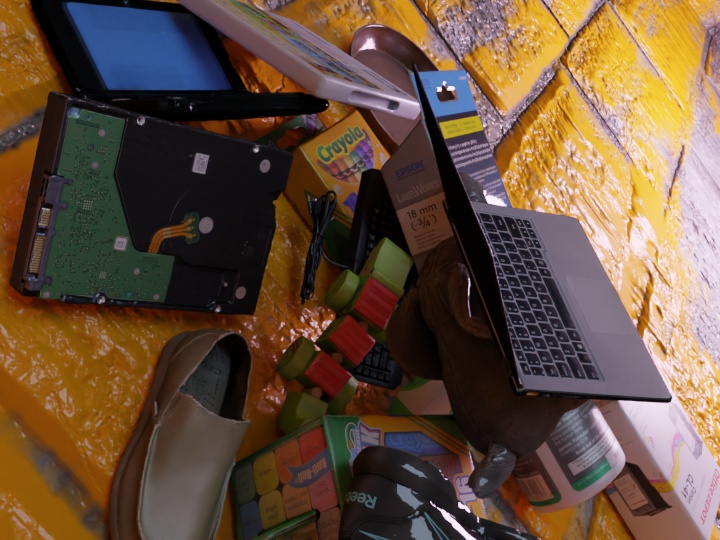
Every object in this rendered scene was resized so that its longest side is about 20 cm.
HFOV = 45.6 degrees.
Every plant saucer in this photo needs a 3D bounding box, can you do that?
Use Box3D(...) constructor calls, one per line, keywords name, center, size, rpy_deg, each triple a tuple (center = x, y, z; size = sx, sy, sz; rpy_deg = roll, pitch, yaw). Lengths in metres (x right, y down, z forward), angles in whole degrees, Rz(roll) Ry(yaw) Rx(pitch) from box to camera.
Box3D(name="plant saucer", center=(0.052, -0.205, 1.044), size=(0.199, 0.034, 0.203), rpy_deg=(27, 48, -33))

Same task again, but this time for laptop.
Box3D(name="laptop", center=(0.123, -0.023, 0.582), size=(0.197, 0.117, 0.189), rpy_deg=(7, 43, -21))

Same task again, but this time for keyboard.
Box3D(name="keyboard", center=(0.000, 0.000, 0.799), size=(0.125, 0.021, 0.203), rpy_deg=(16, 73, -21))

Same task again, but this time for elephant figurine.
Box3D(name="elephant figurine", center=(0.088, 0.038, 0.676), size=(0.201, 0.141, 0.155), rpy_deg=(49, 14, 5))

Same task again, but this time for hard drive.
Box3D(name="hard drive", center=(-0.150, -0.042, 0.644), size=(0.198, 0.038, 0.142), rpy_deg=(6, 102, -46))

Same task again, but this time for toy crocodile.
Box3D(name="toy crocodile", center=(-0.011, 0.058, 0.738), size=(0.067, 0.062, 0.201), rpy_deg=(40, 66, -13))

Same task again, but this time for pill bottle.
Box3D(name="pill bottle", center=(0.177, 0.135, 0.887), size=(0.113, 0.113, 0.202), rpy_deg=(-28, 88, -52))

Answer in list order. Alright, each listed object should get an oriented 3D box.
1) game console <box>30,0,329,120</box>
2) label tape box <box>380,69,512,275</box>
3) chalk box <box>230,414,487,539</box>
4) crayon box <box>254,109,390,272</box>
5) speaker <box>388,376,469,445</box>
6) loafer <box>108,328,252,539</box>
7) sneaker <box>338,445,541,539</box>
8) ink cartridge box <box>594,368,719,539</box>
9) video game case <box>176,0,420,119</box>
Box3D(name="game console", center=(-0.151, -0.189, 0.747), size=(0.199, 0.174, 0.118), rpy_deg=(-16, 105, -50))
Box3D(name="label tape box", center=(0.084, -0.083, 0.817), size=(0.144, 0.063, 0.203), rpy_deg=(-24, 94, -60))
Box3D(name="chalk box", center=(-0.014, 0.183, 0.633), size=(0.198, 0.124, 0.126), rpy_deg=(11, 57, -45))
Box3D(name="crayon box", center=(-0.008, -0.079, 0.877), size=(0.201, 0.051, 0.126), rpy_deg=(54, 38, -6))
Box3D(name="speaker", center=(0.119, 0.084, 0.791), size=(0.088, 0.200, 0.088), rpy_deg=(44, -4, 4))
Box3D(name="loafer", center=(-0.121, 0.121, 0.602), size=(0.076, 0.067, 0.202), rpy_deg=(28, 47, -32))
Box3D(name="sneaker", center=(0.063, 0.197, 0.568), size=(0.199, 0.075, 0.080), rpy_deg=(36, 57, -18))
Box3D(name="ink cartridge box", center=(0.349, 0.218, 1.044), size=(0.201, 0.085, 0.147), rpy_deg=(56, 38, -1))
Box3D(name="video game case", center=(-0.057, -0.212, 0.840), size=(0.199, 0.023, 0.181), rpy_deg=(39, 21, 25))
